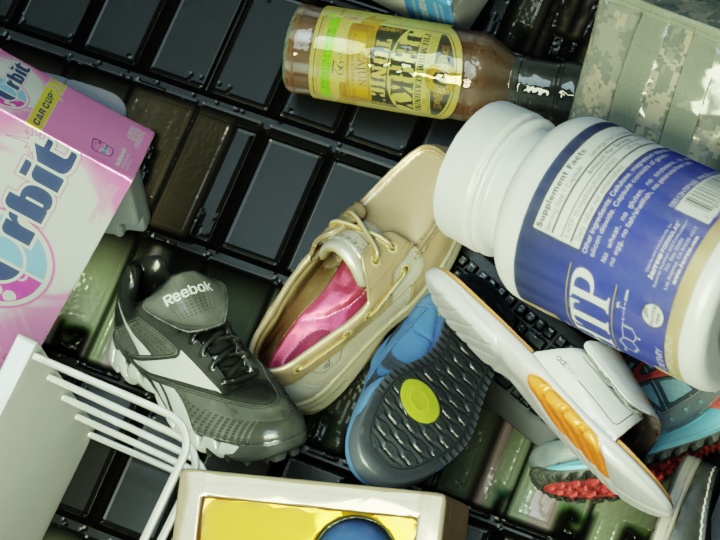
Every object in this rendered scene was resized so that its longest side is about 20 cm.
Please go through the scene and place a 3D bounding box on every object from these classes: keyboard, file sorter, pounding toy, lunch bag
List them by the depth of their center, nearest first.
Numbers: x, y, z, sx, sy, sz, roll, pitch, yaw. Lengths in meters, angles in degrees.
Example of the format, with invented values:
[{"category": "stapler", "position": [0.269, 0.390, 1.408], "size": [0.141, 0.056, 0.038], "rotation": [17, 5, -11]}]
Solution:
[{"category": "pounding toy", "position": [-0.053, 0.212, 1.528], "size": [0.199, 0.142, 0.185], "rotation": [5, 82, 10]}, {"category": "file sorter", "position": [-0.166, 0.151, 1.618], "size": [0.124, 0.200, 0.139], "rotation": [23, 75, 11]}, {"category": "lunch bag", "position": [0.231, -0.072, 1.634], "size": [0.199, 0.117, 0.165], "rotation": [24, 113, 25]}, {"category": "keyboard", "position": [0.092, 0.026, 1.706], "size": [0.200, 0.040, 0.104], "rotation": [39, 81, 18]}]

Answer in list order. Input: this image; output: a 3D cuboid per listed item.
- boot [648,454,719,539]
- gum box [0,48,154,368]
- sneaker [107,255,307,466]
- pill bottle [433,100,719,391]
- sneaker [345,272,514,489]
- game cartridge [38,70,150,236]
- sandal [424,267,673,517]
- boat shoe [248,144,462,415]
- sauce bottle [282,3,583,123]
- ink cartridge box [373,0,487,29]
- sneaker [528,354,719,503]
[{"category": "boot", "position": [0.237, 0.221, 1.593], "size": [0.150, 0.073, 0.201], "rotation": [10, 81, 12]}, {"category": "gum box", "position": [-0.227, -0.026, 1.686], "size": [0.113, 0.200, 0.066], "rotation": [28, 31, -7]}, {"category": "sneaker", "position": [-0.100, 0.050, 1.655], "size": [0.066, 0.091, 0.200], "rotation": [-17, 32, -28]}, {"category": "pill bottle", "position": [0.147, -0.022, 1.559], "size": [0.200, 0.120, 0.120], "rotation": [27, 76, 30]}, {"category": "sneaker", "position": [0.030, 0.080, 1.627], "size": [0.066, 0.078, 0.200], "rotation": [46, 38, -10]}, {"category": "game cartridge", "position": [-0.242, -0.084, 1.743], "size": [0.199, 0.133, 0.042], "rotation": [8, 51, 11]}, {"category": "sandal", "position": [0.123, 0.058, 1.577], "size": [0.059, 0.079, 0.207], "rotation": [-42, 74, -8]}, {"category": "boat shoe", "position": [0.000, 0.000, 1.696], "size": [0.074, 0.069, 0.200], "rotation": [32, 86, 31]}, {"category": "sauce bottle", "position": [0.049, -0.133, 1.755], "size": [0.199, 0.065, 0.065], "rotation": [9, 72, 12]}, {"category": "ink cartridge box", "position": [0.009, -0.254, 1.801], "size": [0.200, 0.068, 0.115], "rotation": [29, 77, 17]}, {"category": "sneaker", "position": [0.188, 0.077, 1.658], "size": [0.199, 0.079, 0.096], "rotation": [-22, 70, -10]}]
